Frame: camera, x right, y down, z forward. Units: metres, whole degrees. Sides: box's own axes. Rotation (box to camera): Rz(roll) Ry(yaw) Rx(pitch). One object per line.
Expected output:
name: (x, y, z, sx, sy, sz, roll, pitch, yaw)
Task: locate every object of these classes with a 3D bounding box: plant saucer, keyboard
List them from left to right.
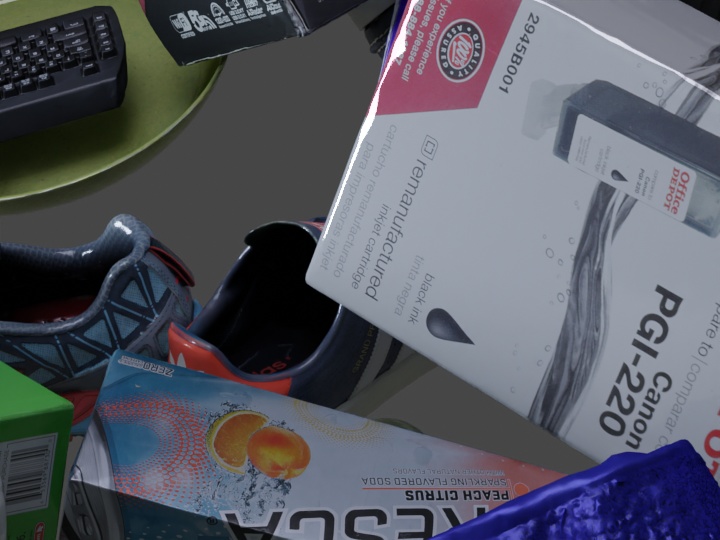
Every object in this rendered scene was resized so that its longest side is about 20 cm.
keyboard: (-0.201, -0.076, 1.217, 0.200, 0.040, 0.104, -17, 41, -3)
plant saucer: (-0.154, -0.087, 1.270, 0.200, 0.031, 0.200, -7, 42, 6)

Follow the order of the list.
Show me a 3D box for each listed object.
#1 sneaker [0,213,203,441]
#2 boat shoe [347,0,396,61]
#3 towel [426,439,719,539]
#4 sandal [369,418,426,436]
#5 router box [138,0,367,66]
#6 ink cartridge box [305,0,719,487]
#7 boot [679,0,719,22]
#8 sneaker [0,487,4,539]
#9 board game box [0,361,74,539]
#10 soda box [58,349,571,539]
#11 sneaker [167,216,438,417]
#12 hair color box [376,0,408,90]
sneaker: (-0.163, 0.023, 1.100, 0.200, 0.096, 0.079, -15, 41, -2)
boat shoe: (0.085, -0.140, 1.263, 0.200, 0.073, 0.063, -32, 87, -27)
towel: (0.089, 0.160, 0.860, 0.147, 0.050, 0.200, -25, 70, -12)
sandal: (-0.065, 0.101, 1.017, 0.201, 0.057, 0.080, -30, 43, -13)
router box: (0.011, -0.165, 1.191, 0.200, 0.062, 0.150, -32, 12, -22)
ink cartridge box: (0.098, -0.015, 0.976, 0.200, 0.146, 0.085, 30, 24, 23)
boot: (0.143, -0.106, 1.084, 0.138, 0.078, 0.200, -12, 37, -46)
sneaker: (-0.182, 0.127, 0.892, 0.079, 0.200, 0.078, -4, 43, -42)
board game box: (-0.187, 0.084, 0.988, 0.040, 0.153, 0.200, -8, 25, -43)
soda box: (-0.002, 0.095, 0.953, 0.200, 0.068, 0.064, 15, 47, 0)
sneaker: (0.000, 0.000, 1.093, 0.075, 0.085, 0.200, 24, 53, 34)
hair color box: (0.110, -0.053, 1.112, 0.109, 0.065, 0.200, -10, 34, -37)
